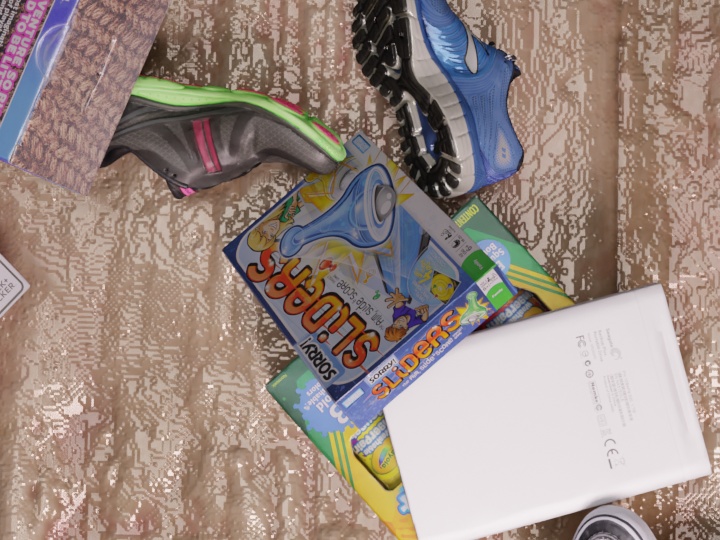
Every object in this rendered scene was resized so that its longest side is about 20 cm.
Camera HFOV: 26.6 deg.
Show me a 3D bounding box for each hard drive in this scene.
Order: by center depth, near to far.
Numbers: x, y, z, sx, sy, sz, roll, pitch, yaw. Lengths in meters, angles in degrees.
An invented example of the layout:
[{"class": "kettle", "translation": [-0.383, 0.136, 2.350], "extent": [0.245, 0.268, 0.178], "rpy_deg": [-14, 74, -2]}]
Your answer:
[{"class": "hard drive", "translation": [0.119, 0.098, 1.013], "extent": [0.200, 0.027, 0.132], "rpy_deg": [-15, 91, -1]}]

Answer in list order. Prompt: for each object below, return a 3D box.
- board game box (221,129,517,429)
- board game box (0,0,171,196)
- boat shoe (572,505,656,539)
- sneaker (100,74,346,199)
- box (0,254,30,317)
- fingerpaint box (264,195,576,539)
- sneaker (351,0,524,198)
[{"class": "board game box", "translation": [0.000, 0.000, 1.029], "extent": [0.135, 0.034, 0.200], "rpy_deg": [-41, 41, -1]}, {"class": "board game box", "translation": [-0.259, -0.166, 1.056], "extent": [0.200, 0.097, 0.160], "rpy_deg": [23, 88, 23]}, {"class": "boat shoe", "translation": [0.155, 0.255, 0.982], "extent": [0.072, 0.068, 0.200], "rpy_deg": [6, 92, 27]}, {"class": "sneaker", "translation": [-0.105, -0.089, 1.089], "extent": [0.200, 0.077, 0.084], "rpy_deg": [9, 93, 16]}, {"class": "box", "translation": [-0.341, -0.019, 1.043], "extent": [0.200, 0.060, 0.117], "rpy_deg": [48, 59, -17]}, {"class": "fingerpaint box", "translation": [0.062, 0.076, 1.065], "extent": [0.200, 0.073, 0.167], "rpy_deg": [-41, 86, 0]}, {"class": "sneaker", "translation": [0.059, -0.144, 1.086], "extent": [0.089, 0.079, 0.200], "rpy_deg": [-7, 70, -34]}]
